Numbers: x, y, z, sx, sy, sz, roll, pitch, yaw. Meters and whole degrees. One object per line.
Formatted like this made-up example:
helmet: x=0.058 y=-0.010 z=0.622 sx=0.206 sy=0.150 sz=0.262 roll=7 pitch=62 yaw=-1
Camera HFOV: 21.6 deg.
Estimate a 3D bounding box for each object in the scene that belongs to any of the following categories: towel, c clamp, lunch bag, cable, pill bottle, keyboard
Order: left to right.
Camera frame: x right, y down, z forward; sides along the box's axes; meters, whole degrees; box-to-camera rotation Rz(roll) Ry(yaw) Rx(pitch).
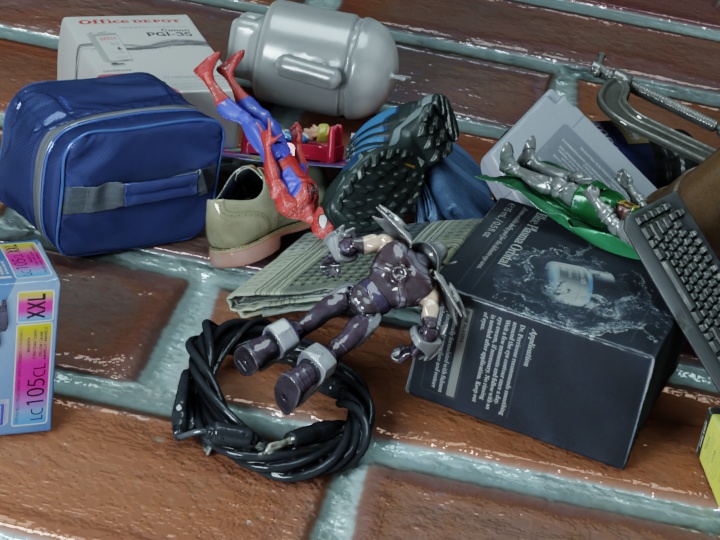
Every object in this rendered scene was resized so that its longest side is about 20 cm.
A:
lunch bag: x=-0.219 y=-0.094 z=1.739 sx=0.200 sy=0.136 sz=0.132 roll=-12 pitch=36 yaw=-36
cable: x=-0.067 y=0.096 z=1.535 sx=0.163 sy=0.051 sz=0.200 roll=9 pitch=28 yaw=-1
towel: x=0.000 y=0.000 z=1.675 sx=0.192 sy=0.035 sz=0.200 roll=-4 pitch=16 yaw=24
towel: x=0.090 y=-0.073 z=1.859 sx=0.112 sy=0.049 sz=0.200 roll=35 pitch=19 yaw=-26
pill bottle: x=0.241 y=-0.096 z=1.908 sx=0.200 sy=0.112 sz=0.112 roll=-6 pitch=32 yaw=-25
c clamp: x=0.317 y=-0.161 z=1.917 sx=0.200 sy=0.027 sz=0.171 roll=29 pitch=27 yaw=7
keyboard: x=0.309 y=0.023 z=1.585 sx=0.127 sy=0.021 sz=0.200 roll=-25 pitch=83 yaw=-39

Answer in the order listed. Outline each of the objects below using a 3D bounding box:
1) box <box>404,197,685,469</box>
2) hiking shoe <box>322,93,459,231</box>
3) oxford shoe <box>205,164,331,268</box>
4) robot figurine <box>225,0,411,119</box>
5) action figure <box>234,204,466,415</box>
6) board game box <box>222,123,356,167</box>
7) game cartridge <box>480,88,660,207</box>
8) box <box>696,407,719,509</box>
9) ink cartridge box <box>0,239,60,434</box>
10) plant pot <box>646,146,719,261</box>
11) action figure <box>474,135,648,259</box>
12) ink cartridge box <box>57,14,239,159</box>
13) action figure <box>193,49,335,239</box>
box: x=0.171 y=0.048 z=1.626 sx=0.200 sy=0.118 sz=0.197 roll=19 pitch=30 yaw=14
hiking shoe: x=0.016 y=-0.094 z=1.779 sx=0.087 sy=0.075 sz=0.200 roll=-6 pitch=27 yaw=40
oxford shoe: x=-0.083 y=-0.070 z=1.787 sx=0.071 sy=0.074 sz=0.200 roll=-2 pitch=21 yaw=25
robot figurine: x=-0.044 y=-0.229 z=2.057 sx=0.200 sy=0.113 sz=0.170 roll=12 pitch=21 yaw=6
action figure: x=-0.003 y=0.030 z=1.505 sx=0.200 sy=0.069 sz=0.130 roll=-35 pitch=70 yaw=-22
board game box: x=-0.061 y=-0.130 z=1.878 sx=0.200 sy=0.039 sz=0.158 roll=1 pitch=8 yaw=-37
game cartridge: x=0.212 y=-0.064 z=1.799 sx=0.200 sy=0.040 sz=0.133 roll=46 pitch=56 yaw=-1
box: x=0.329 y=0.185 z=1.498 sx=0.075 sy=0.050 sz=0.200 roll=5 pitch=29 yaw=-9
ink cartridge box: x=-0.336 y=0.057 z=1.431 sx=0.200 sy=0.137 sz=0.076 roll=-3 pitch=26 yaw=-22
plant pot: x=0.388 y=-0.055 z=1.722 sx=0.200 sy=0.198 sz=0.201 roll=18 pitch=47 yaw=-21
action figure: x=0.213 y=-0.057 z=1.659 sx=0.200 sy=0.055 sz=0.118 roll=31 pitch=30 yaw=26
ink cartridge box: x=-0.224 y=-0.193 z=1.967 sx=0.146 sy=0.083 sz=0.200 roll=-4 pitch=32 yaw=-22
action figure: x=-0.080 y=-0.115 z=1.749 sx=0.200 sy=0.052 sz=0.065 roll=60 pitch=26 yaw=9
